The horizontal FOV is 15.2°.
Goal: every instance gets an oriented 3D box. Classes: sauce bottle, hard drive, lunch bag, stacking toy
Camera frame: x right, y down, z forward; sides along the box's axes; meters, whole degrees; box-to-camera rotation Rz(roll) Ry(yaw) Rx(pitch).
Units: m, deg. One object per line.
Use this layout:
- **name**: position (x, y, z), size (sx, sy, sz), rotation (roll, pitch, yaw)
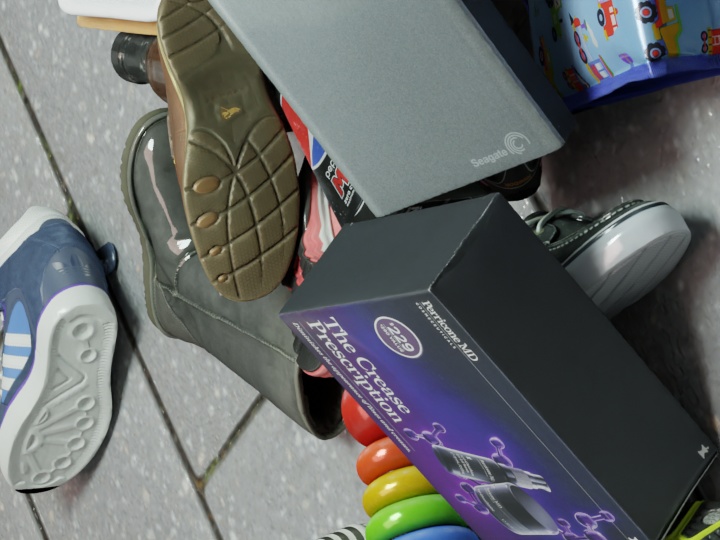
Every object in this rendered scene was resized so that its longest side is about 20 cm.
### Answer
- **sauce bottle**: position (-0.099, -0.134, 1.783), size (0.200, 0.065, 0.065), rotation (20, 111, 53)
- **hard drive**: position (0.005, -0.127, 1.426), size (0.140, 0.033, 0.200), rotation (-20, 117, 42)
- **lunch bag**: position (0.129, -0.166, 1.444), size (0.200, 0.094, 0.151), rotation (-12, 88, 64)
- **stacking toy**: position (0.033, 0.151, 1.636), size (0.085, 0.085, 0.200), rotation (-45, 53, 48)

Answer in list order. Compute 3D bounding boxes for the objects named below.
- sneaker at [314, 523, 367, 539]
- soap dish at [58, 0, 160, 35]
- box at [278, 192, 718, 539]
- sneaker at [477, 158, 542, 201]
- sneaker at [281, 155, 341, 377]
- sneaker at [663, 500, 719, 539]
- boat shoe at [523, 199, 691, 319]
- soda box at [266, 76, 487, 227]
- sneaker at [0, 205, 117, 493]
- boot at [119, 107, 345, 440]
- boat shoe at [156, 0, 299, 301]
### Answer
- **sneaker**: position (-0.016, 0.255, 1.680), size (0.076, 0.115, 0.201), rotation (10, 104, 54)
- **soap dish**: position (-0.130, -0.256, 1.783), size (0.157, 0.081, 0.200), rotation (12, 101, 54)
- **box**: position (0.074, 0.061, 1.458), size (0.200, 0.079, 0.141), rotation (48, 147, -21)
- **sneaker**: position (0.052, -0.114, 1.562), size (0.086, 0.080, 0.200), rotation (71, -179, -49)
- **sneaker**: position (0.000, 0.000, 1.662), size (0.200, 0.087, 0.074), rotation (-100, 24, -50)
- **sneaker**: position (0.164, 0.177, 1.467), size (0.200, 0.075, 0.076), rotation (-9, 119, 53)
- **boat shoe**: position (0.107, 0.000, 1.500), size (0.200, 0.072, 0.071), rotation (-42, 66, 52)
- **soda box**: position (-0.001, -0.103, 1.641), size (0.063, 0.071, 0.200), rotation (-55, 52, 45)
- **sneaker**: position (-0.239, 0.049, 2.012), size (0.146, 0.081, 0.200), rotation (60, 143, 43)
- **boot**: position (-0.078, 0.000, 1.765), size (0.200, 0.073, 0.182), rotation (33, 138, 56)
- **boat shoe**: position (-0.082, -0.080, 1.670), size (0.068, 0.072, 0.200), rotation (149, 110, -82)
